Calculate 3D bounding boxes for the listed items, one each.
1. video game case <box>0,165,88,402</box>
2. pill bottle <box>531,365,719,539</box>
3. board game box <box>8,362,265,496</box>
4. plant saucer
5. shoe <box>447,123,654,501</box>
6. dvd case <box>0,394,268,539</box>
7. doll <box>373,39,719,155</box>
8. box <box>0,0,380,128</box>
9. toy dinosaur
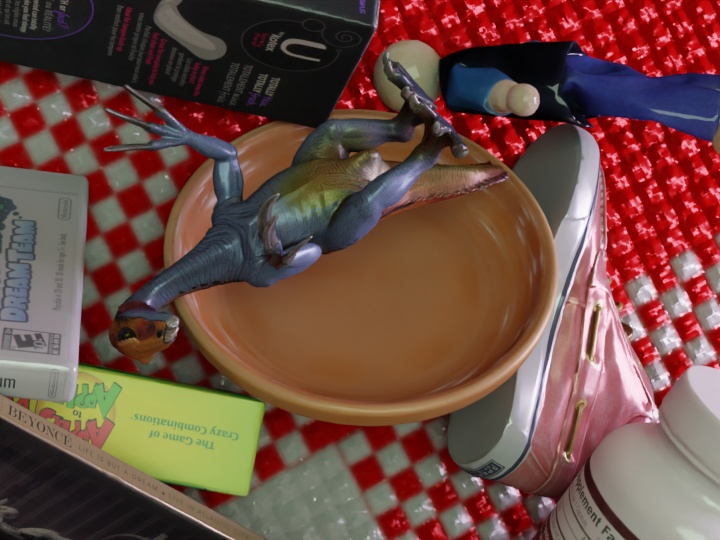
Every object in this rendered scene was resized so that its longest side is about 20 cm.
[{"bbox_3d":[-0.220,-0.007,0.765,0.181,0.200,0.024,7,116,-11],"label":"video game case"},{"bbox_3d":[0.143,0.152,0.822,0.113,0.113,0.200,29,110,-8],"label":"pill bottle"},{"bbox_3d":[-0.154,0.067,0.811,0.199,0.102,0.048,12,86,-11],"label":"board game box"},{"bbox_3d":[0.000,0.000,0.839,0.199,0.038,0.201,2,51,-3],"label":"plant saucer"},{"bbox_3d":[0.113,0.027,0.892,0.091,0.071,0.201,25,70,-29],"label":"shoe"},{"bbox_3d":[-0.154,0.124,0.761,0.200,0.148,0.016,34,37,-34],"label":"dvd case"},{"bbox_3d":[0.102,-0.096,0.865,0.199,0.136,0.049,9,110,17],"label":"doll"},{"bbox_3d":[-0.095,-0.159,0.823,0.199,0.122,0.107,11,68,-11],"label":"box"},{"bbox_3d":[-0.029,-0.013,0.778,0.181,0.105,0.200,-44,134,9],"label":"toy dinosaur"}]
